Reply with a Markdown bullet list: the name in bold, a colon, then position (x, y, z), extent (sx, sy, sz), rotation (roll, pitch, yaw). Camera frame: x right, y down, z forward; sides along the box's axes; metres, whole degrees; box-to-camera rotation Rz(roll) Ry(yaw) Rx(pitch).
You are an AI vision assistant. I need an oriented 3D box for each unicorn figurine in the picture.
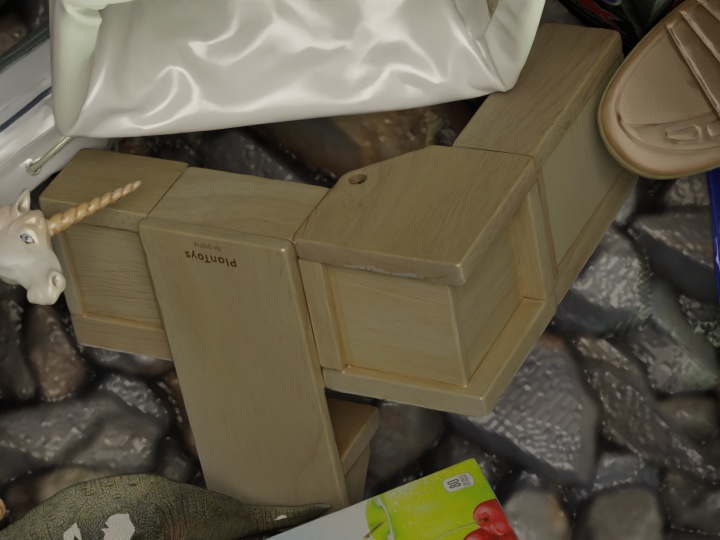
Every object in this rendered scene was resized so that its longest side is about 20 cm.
- **unicorn figurine**: position (-0.169, 0.060, 1.206), extent (0.074, 0.138, 0.200), rotation (26, 123, -30)

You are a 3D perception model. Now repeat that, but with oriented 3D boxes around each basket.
- **basket**: position (-0.034, -0.143, 1.212), extent (0.199, 0.136, 0.124), rotation (-7, 67, -9)

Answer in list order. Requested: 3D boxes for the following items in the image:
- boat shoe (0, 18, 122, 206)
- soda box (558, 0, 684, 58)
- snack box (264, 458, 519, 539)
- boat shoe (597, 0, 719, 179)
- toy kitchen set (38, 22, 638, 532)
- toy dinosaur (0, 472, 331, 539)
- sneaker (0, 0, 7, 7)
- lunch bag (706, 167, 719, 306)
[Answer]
- **boat shoe**: position (-0.137, -0.066, 1.310), extent (0.200, 0.074, 0.067), rotation (-34, 103, 5)
- **soda box**: position (0.120, -0.148, 1.255), extent (0.063, 0.200, 0.071), rotation (42, 85, 6)
- **snack box**: position (-0.014, 0.177, 1.187), extent (0.199, 0.169, 0.068), rotation (-22, 124, -5)
- **boat shoe**: position (0.179, -0.100, 1.305), extent (0.200, 0.065, 0.071), rotation (-35, 90, -20)
- **toy kitchen set**: position (0.000, 0.000, 1.315), extent (0.199, 0.181, 0.164), rotation (9, 130, 26)
- **toy dinosaur**: position (-0.113, 0.128, 1.271), extent (0.199, 0.077, 0.103), rotation (-17, 116, 15)
- **sneaker**: position (-0.195, -0.118, 1.271), extent (0.071, 0.080, 0.201), rotation (39, 68, -32)
- **lunch bag**: position (0.243, 0.001, 1.296), extent (0.169, 0.128, 0.201), rotation (-5, 58, -4)
